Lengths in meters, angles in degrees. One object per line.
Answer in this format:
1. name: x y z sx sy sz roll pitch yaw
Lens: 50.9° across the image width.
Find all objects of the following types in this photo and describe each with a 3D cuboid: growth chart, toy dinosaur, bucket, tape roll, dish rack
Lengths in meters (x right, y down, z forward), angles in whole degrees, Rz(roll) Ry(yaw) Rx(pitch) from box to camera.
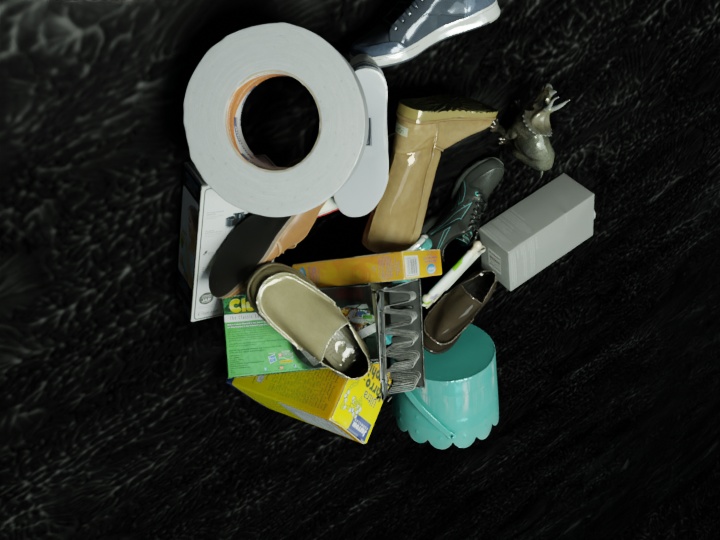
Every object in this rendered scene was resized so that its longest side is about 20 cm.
1. growth chart: 0.151 0.009 1.225 0.145 0.018 0.200 -46 172 10
2. toy dinosaur: 0.260 -0.194 1.158 0.076 0.102 0.202 -32 138 -12
3. bucket: 0.145 0.190 1.317 0.205 0.207 0.137 -20 124 -24
4. tape roll: -0.090 -0.163 0.829 0.196 0.066 0.204 1 100 3
5. dish rack: 0.051 0.090 0.997 0.053 0.157 0.200 -4 179 9

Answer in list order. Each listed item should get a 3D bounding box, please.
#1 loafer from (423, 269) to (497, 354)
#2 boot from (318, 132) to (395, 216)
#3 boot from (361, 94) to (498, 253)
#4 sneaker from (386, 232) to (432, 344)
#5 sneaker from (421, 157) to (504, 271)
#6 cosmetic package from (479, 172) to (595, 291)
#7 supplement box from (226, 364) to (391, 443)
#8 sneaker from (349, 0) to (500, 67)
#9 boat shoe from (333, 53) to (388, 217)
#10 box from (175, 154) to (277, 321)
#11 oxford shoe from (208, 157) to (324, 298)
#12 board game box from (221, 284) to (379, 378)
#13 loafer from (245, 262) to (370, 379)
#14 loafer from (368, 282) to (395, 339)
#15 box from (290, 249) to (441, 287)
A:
1. loafer: 0.166 0.059 1.288 0.200 0.073 0.072 -46 169 -32
2. boot: 0.002 -0.089 1.062 0.198 0.072 0.146 -28 139 -23
3. boot: 0.090 -0.132 1.024 0.173 0.066 0.203 -9 126 -34
4. sneaker: 0.062 0.029 1.189 0.202 0.079 0.078 -60 174 26
5. sneaker: 0.167 -0.085 1.193 0.201 0.079 0.075 -52 139 7
6. cosmetic package: 0.310 -0.068 1.322 0.198 0.090 0.108 -33 139 -17
7. supplement box: -0.073 0.154 1.085 0.109 0.197 0.111 47 62 -50
8. sneaker: 0.062 -0.338 0.898 0.200 0.077 0.148 -27 129 -7
9. boat shoe: -0.002 -0.165 0.929 0.069 0.070 0.203 -2 127 -4
10. box: -0.168 -0.041 0.966 0.115 0.060 0.203 -12 131 -32
11. oxford shoe: -0.105 -0.038 0.922 0.200 0.071 0.071 -48 144 3
12. board game box: -0.077 0.078 0.981 0.196 0.107 0.023 -3 172 -13
13. loafer: -0.052 0.063 0.907 0.199 0.067 0.077 40 82 -29
14. loafer: -0.003 0.089 1.158 0.201 0.069 0.075 -56 -178 25
15. box: 0.000 0.000 1.047 0.118 0.197 0.042 -6 88 -59
